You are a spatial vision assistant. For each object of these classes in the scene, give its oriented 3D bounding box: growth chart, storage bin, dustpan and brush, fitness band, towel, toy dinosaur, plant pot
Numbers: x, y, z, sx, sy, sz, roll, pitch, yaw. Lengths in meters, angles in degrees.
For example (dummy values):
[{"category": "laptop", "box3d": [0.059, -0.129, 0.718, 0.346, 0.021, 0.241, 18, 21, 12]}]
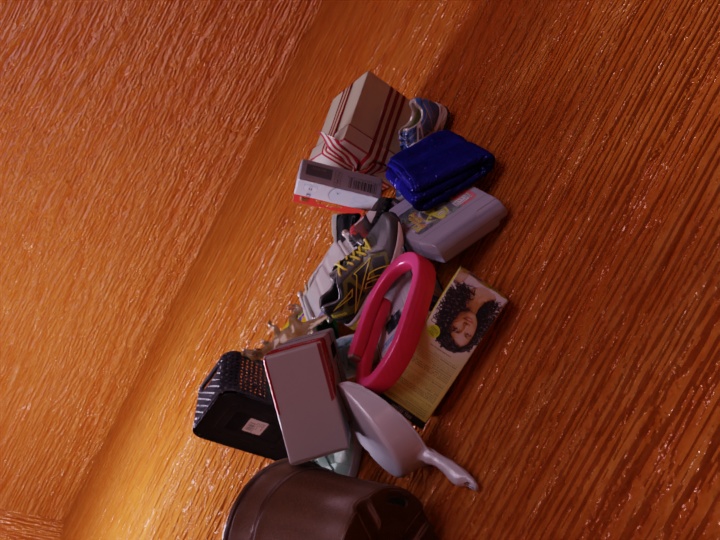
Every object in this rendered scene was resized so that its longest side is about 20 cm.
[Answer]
[{"category": "growth chart", "box3d": [-0.055, 0.025, 0.981, 0.201, 0.018, 0.146, -52, 38, 28]}, {"category": "storage bin", "box3d": [-0.184, 0.248, 0.963, 0.136, 0.199, 0.094, -50, 29, 26]}, {"category": "dustpan and brush", "box3d": [0.059, 0.219, 0.661, 0.057, 0.141, 0.199, -32, 36, -20]}, {"category": "fitness band", "box3d": [0.040, 0.068, 0.724, 0.143, 0.037, 0.202, -33, 34, 60]}, {"category": "towel", "box3d": [0.120, -0.175, 0.875, 0.147, 0.050, 0.200, -31, 27, 4]}, {"category": "toy dinosaur", "box3d": [-0.115, 0.108, 0.958, 0.198, 0.059, 0.101, -29, 25, 2]}, {"category": "plant pot", "box3d": [-0.030, 0.330, 0.628, 0.197, 0.199, 0.203, -19, 50, 46]}]

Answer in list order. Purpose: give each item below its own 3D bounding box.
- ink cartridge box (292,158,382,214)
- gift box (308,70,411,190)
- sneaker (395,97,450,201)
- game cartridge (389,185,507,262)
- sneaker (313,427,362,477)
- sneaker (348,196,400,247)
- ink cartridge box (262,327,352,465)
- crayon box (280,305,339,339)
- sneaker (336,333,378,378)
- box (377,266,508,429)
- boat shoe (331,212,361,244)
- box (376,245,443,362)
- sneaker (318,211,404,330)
[{"category": "ink cartridge box", "box3d": [-0.056, -0.144, 1.076, 0.200, 0.158, 0.048, 129, 151, -69]}, {"category": "gift box", "box3d": [-0.003, -0.271, 1.112, 0.184, 0.198, 0.189, -18, 52, 62]}, {"category": "sneaker", "box3d": [0.098, -0.227, 1.005, 0.075, 0.076, 0.203, 9, 80, 61]}, {"category": "game cartridge", "box3d": [0.120, -0.084, 0.822, 0.133, 0.041, 0.200, -38, 28, -1]}, {"category": "sneaker", "box3d": [-0.081, 0.309, 0.808, 0.202, 0.117, 0.074, -62, 24, 0]}, {"category": "sneaker", "box3d": [0.036, -0.082, 0.953, 0.098, 0.071, 0.201, -43, 7, 20]}, {"category": "ink cartridge box", "box3d": [-0.067, 0.171, 0.777, 0.200, 0.083, 0.146, 60, -165, -89]}, {"category": "crayon box", "box3d": [-0.122, 0.167, 1.085, 0.200, 0.058, 0.174, -49, 29, 26]}, {"category": "sneaker", "box3d": [-0.065, 0.157, 0.908, 0.198, 0.082, 0.075, -19, 82, 32]}, {"category": "box", "box3d": [0.104, 0.099, 0.690, 0.202, 0.075, 0.050, -60, -7, 11]}, {"category": "boat shoe", "box3d": [-0.014, -0.027, 1.049, 0.065, 0.075, 0.202, -13, 59, 14]}, {"category": "box", "box3d": [0.067, 0.048, 0.834, 0.117, 0.060, 0.201, -51, 28, 25]}, {"category": "sneaker", "box3d": [0.000, 0.000, 0.821, 0.202, 0.084, 0.075, -67, 24, 16]}]
